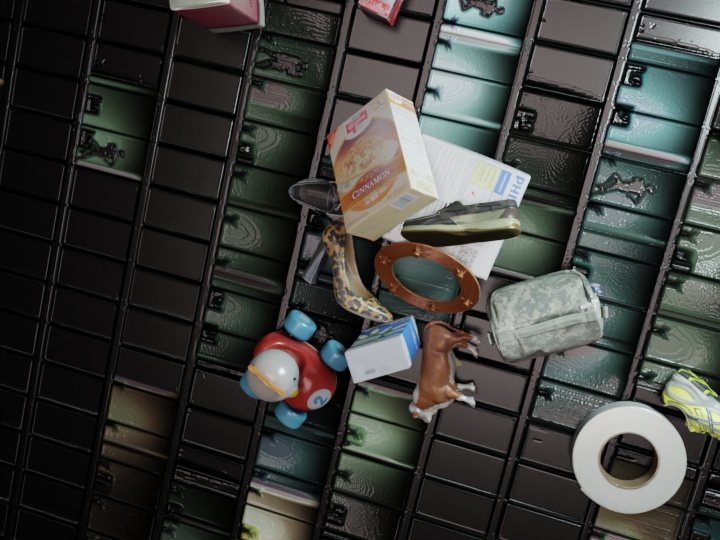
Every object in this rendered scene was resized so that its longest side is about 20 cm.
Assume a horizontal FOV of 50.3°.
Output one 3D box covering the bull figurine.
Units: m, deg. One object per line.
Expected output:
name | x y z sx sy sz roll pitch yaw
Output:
bull figurine | 0.156 0.195 1.427 0.121 0.065 0.201 5 100 6

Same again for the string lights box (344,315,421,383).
string lights box | 0.045 0.138 1.370 0.102 0.200 0.059 -17 94 11

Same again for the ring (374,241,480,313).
ring | 0.116 0.020 1.363 0.200 0.201 0.019 22 59 8

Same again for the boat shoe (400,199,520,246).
boat shoe | 0.165 -0.082 1.266 0.200 0.072 0.066 -3 69 23

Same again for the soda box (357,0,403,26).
soda box | 0.065 -0.543 1.353 0.063 0.070 0.201 26 100 6

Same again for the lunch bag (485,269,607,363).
lunch bag | 0.320 0.083 1.328 0.199 0.168 0.140 -16 94 12

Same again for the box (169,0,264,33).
box | -0.251 -0.506 1.351 0.108 0.200 0.129 -3 96 11

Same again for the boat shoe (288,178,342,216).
boat shoe | -0.038 -0.131 1.401 0.199 0.068 0.072 16 105 22

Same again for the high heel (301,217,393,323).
high heel | 0.000 0.000 1.429 0.199 0.071 0.143 32 102 11

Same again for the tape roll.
tape roll | 0.485 0.340 1.394 0.202 0.037 0.204 1 97 10

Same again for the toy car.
toy car | -0.139 0.200 1.413 0.177 0.200 0.185 39 102 4

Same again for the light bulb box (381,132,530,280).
light bulb box | 0.168 -0.114 1.356 0.199 0.125 0.199 23 100 6

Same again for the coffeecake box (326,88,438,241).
coffeecake box | 0.033 -0.177 1.300 0.153 0.073 0.201 -32 57 36

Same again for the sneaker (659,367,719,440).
sneaker | 0.619 0.261 1.348 0.200 0.075 0.077 43 110 14
